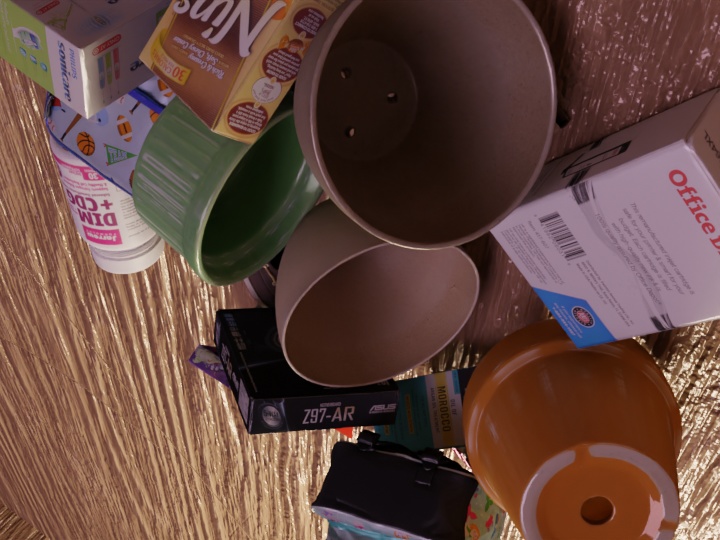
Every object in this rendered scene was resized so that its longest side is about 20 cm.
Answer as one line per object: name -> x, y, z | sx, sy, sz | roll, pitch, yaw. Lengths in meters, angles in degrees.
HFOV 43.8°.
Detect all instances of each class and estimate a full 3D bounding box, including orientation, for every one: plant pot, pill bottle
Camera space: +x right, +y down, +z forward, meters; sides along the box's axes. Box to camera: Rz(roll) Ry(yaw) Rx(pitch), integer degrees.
plant pot -> 0.192, 0.164, 0.784 | 0.200, 0.183, 0.200 | 1, 106, 5
plant pot -> 0.000, 0.000, 0.893 | 0.200, 0.200, 0.135 | 91, 160, -46
pill bottle -> -0.308, -0.098, 1.120 | 0.113, 0.113, 0.200 | 25, 141, 23

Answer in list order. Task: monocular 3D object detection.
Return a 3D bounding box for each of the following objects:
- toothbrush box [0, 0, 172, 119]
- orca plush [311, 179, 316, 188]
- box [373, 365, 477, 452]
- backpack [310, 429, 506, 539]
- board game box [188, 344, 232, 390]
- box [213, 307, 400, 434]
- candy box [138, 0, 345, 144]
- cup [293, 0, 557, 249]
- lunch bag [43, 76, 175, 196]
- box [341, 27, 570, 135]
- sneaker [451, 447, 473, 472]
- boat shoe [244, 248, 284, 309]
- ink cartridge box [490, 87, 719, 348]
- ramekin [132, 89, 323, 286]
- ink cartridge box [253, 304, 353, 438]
toothbrush box -> -0.270, -0.253, 0.824 | 0.200, 0.146, 0.086 | 37, 145, 14
orca plush -> -0.129, -0.103, 0.979 | 0.200, 0.071, 0.105 | 13, 135, 34
box -> 0.107, 0.149, 0.962 | 0.200, 0.049, 0.082 | -16, 75, 34
backpack -> 0.060, 0.266, 0.946 | 0.177, 0.151, 0.200 | 8, 164, 27
board game box -> -0.133, 0.137, 1.112 | 0.120, 0.032, 0.200 | 37, 178, 9
box -> -0.065, 0.103, 0.986 | 0.200, 0.160, 0.044 | -126, 40, -59
candy box -> -0.081, -0.217, 0.715 | 0.115, 0.055, 0.200 | 45, 107, 29
cup -> 0.029, -0.127, 0.694 | 0.200, 0.200, 0.143 | 61, 165, -23
lunch bag -> -0.235, -0.170, 0.918 | 0.200, 0.076, 0.160 | 34, 125, 11
box -> 0.064, -0.148, 0.793 | 0.164, 0.021, 0.200 | 49, 143, -9
sneaker -> 0.145, 0.182, 1.021 | 0.200, 0.087, 0.074 | 46, 172, 35
boat shoe -> -0.103, -0.014, 1.042 | 0.059, 0.072, 0.200 | -7, 137, 27
ink cartridge box -> 0.224, -0.032, 0.708 | 0.146, 0.084, 0.200 | 52, 143, -13
ramekin -> -0.119, -0.094, 0.845 | 0.098, 0.200, 0.200 | 35, 144, 17
ink cartridge box -> -0.082, 0.153, 1.221 | 0.162, 0.057, 0.200 | 27, 137, 20
